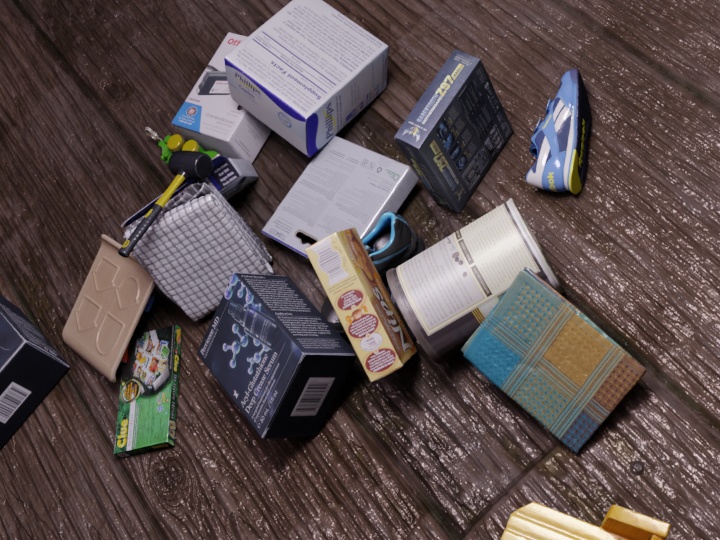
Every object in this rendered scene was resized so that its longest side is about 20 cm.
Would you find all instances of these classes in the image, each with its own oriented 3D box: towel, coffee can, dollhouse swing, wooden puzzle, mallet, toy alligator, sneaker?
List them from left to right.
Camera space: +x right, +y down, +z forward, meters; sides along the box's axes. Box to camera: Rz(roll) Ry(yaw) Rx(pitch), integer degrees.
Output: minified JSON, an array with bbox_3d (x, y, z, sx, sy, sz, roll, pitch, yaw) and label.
[{"bbox_3d":[-0.404,0.061,1.843,0.185,0.046,0.202,27,97,47],"label":"wooden puzzle"},{"bbox_3d":[-0.299,-0.101,1.657,0.066,0.041,0.200,18,62,42],"label":"mallet"},{"bbox_3d":[-0.321,-0.202,1.964,0.199,0.059,0.055,21,75,36],"label":"toy alligator"},{"bbox_3d":[-0.251,-0.035,1.744,0.165,0.200,0.086,-27,37,13],"label":"towel"},{"bbox_3d":[0.000,0.000,1.636,0.073,0.082,0.201,30,79,29],"label":"sneaker"},{"bbox_3d":[0.155,0.015,1.527,0.199,0.146,0.147,-31,53,10],"label":"coffee can"},{"bbox_3d":[0.243,0.114,1.433,0.200,0.022,0.147,41,106,12],"label":"towel"},{"bbox_3d":[0.286,-0.204,1.626,0.082,0.074,0.202,-2,62,30],"label":"sneaker"},{"bbox_3d":[0.232,0.359,1.289,0.175,0.182,0.201,22,75,14],"label":"dollhouse swing"}]

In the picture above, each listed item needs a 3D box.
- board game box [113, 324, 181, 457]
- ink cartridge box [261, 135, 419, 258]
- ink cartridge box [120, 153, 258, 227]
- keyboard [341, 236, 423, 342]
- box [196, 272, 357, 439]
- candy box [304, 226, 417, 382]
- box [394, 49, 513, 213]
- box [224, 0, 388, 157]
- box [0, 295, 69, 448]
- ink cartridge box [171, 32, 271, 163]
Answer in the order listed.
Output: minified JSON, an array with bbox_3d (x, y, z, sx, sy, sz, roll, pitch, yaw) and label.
[{"bbox_3d":[-0.335,0.189,1.777,0.104,0.023,0.202,-13,58,21],"label":"board game box"},{"bbox_3d":[-0.033,-0.101,1.753,0.196,0.043,0.201,29,81,43],"label":"ink cartridge box"},{"bbox_3d":[-0.269,-0.112,1.811,0.199,0.200,0.041,-34,88,8],"label":"ink cartridge box"},{"bbox_3d":[0.028,0.043,1.663,0.126,0.021,0.202,-3,62,21],"label":"keyboard"},{"bbox_3d":[-0.123,0.119,1.614,0.200,0.107,0.149,45,117,39],"label":"box"},{"bbox_3d":[0.003,0.043,1.541,0.055,0.115,0.201,-26,89,15],"label":"candy box"},{"bbox_3d":[0.139,-0.196,1.621,0.051,0.200,0.158,28,80,32],"label":"box"},{"bbox_3d":[-0.085,-0.318,1.810,0.184,0.105,0.200,38,66,19],"label":"box"},{"bbox_3d":[-0.632,0.164,1.889,0.200,0.124,0.196,-49,54,-4],"label":"box"},{"bbox_3d":[-0.209,-0.299,1.941,0.144,0.084,0.201,20,73,34],"label":"ink cartridge box"}]
